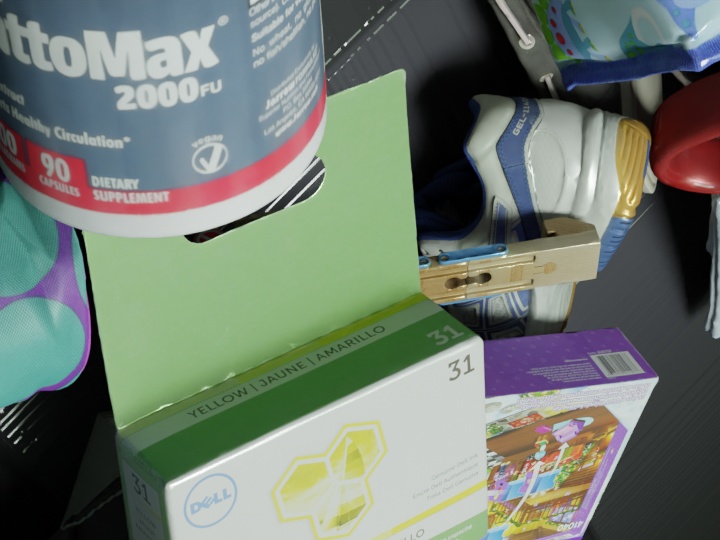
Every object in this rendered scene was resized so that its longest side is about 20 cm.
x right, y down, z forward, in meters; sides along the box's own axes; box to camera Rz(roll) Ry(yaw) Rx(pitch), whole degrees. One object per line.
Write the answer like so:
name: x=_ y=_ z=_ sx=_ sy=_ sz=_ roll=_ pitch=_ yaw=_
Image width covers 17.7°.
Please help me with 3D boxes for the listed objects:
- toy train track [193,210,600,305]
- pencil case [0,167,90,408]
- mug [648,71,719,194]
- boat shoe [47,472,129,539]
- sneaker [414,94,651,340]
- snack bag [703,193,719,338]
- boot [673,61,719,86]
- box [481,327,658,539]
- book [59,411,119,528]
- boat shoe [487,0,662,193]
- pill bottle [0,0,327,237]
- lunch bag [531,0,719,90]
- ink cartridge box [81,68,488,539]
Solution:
toy train track: x=0.000 y=0.000 z=0.965 sx=0.198 sy=0.033 sz=0.115 roll=-9 pitch=138 yaw=-8
pencil case: x=-0.189 y=0.030 z=0.786 sx=0.199 sy=0.086 sz=0.092 roll=-21 pitch=177 yaw=-34
mug: x=0.226 y=-0.053 z=0.962 sx=0.177 sy=0.134 sz=0.200 roll=-26 pitch=169 yaw=-7
boat shoe: x=-0.116 y=0.147 z=0.943 sx=0.201 sy=0.072 sz=0.060 roll=-50 pitch=165 yaw=23
sneaker: x=0.060 y=-0.010 z=1.047 sx=0.201 sy=0.088 sz=0.076 roll=112 pitch=-7 yaw=-47
snack bag: x=0.241 y=-0.063 z=1.167 sx=0.188 sy=0.021 sz=0.200 roll=-42 pitch=160 yaw=-8
boot: x=0.172 y=-0.167 z=0.999 sx=0.147 sy=0.070 sz=0.200 roll=-60 pitch=156 yaw=-13
box: x=0.021 y=0.095 z=1.012 sx=0.199 sy=0.039 sz=0.137 roll=-4 pitch=130 yaw=-33
book: x=-0.051 y=0.123 z=1.052 sx=0.199 sy=0.048 sz=0.134 roll=-2 pitch=123 yaw=-44
boat shoe: x=0.094 y=-0.101 z=1.016 sx=0.200 sy=0.057 sz=0.067 roll=63 pitch=35 yaw=-56
pill bottle: x=-0.075 y=-0.121 z=0.749 sx=0.119 sy=0.119 sz=0.201 roll=-30 pitch=138 yaw=-26
lunch bag: x=0.140 y=-0.186 z=0.873 sx=0.199 sy=0.127 sz=0.171 roll=-30 pitch=103 yaw=-20
ink cartridge box: x=-0.023 y=0.042 z=0.869 sx=0.145 sy=0.048 sz=0.201 roll=-24 pitch=130 yaw=-26
